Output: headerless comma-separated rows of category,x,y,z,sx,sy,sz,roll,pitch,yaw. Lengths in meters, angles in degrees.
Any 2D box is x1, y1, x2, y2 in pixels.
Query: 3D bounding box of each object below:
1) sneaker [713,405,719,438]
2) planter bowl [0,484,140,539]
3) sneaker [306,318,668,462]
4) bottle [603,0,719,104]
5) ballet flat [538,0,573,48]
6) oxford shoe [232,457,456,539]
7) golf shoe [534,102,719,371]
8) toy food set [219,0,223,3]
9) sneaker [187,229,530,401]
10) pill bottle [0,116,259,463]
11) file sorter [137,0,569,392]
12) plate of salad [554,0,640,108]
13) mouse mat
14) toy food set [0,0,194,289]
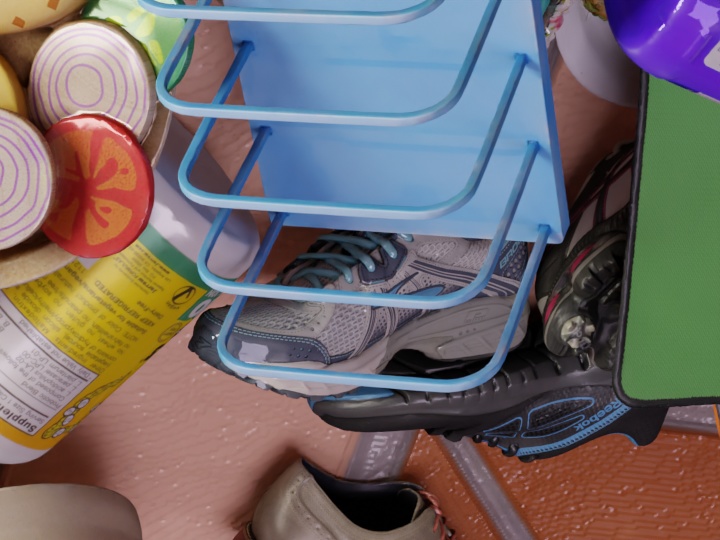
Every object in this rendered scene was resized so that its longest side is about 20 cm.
sneaker,0.215,0.064,1.431,0.077,0.113,0.200,-17,141,27
planter bowl,-0.182,0.205,1.350,0.199,0.135,0.200,-18,159,-7
sneaker,0.069,0.065,1.427,0.198,0.073,0.082,-5,126,-13
bottle,0.201,-0.094,1.252,0.199,0.084,0.065,21,125,-27
ballet flat,0.076,-0.162,1.201,0.064,0.075,0.201,-29,143,-41
oxford shoe,0.033,0.154,1.480,0.199,0.071,0.075,20,110,-29
golf shoe,0.148,-0.047,1.362,0.077,0.088,0.200,30,112,-30
toy food set,0.005,-0.186,1.240,0.197,0.049,0.201,-18,127,-5
sneaker,0.000,0.000,1.345,0.199,0.077,0.087,-15,120,-41
pill bottle,-0.151,0.016,1.297,0.200,0.113,0.113,-42,125,12
file sorter,-0.004,-0.063,1.176,0.138,0.123,0.201,4,131,18
plate of salad,0.179,-0.148,1.307,0.199,0.048,0.201,-21,139,-19
mouse mat,0.194,-0.036,1.316,0.160,0.008,0.202,-2,104,-23
toy food set,-0.168,-0.086,1.205,0.199,0.049,0.199,-26,92,10
